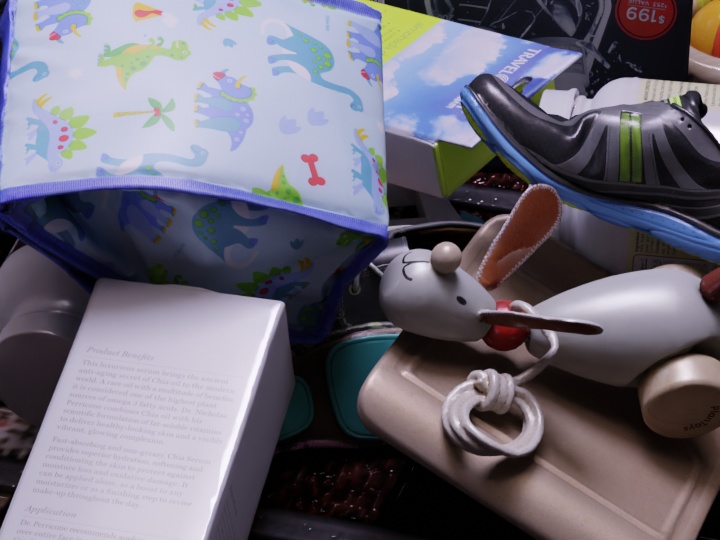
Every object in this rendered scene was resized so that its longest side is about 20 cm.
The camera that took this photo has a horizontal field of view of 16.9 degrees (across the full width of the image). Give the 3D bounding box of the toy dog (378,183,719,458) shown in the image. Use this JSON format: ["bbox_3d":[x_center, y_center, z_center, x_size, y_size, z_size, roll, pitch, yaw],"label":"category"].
[{"bbox_3d":[0.121,0.016,1.252,0.200,0.096,0.132,-3,48,-33],"label":"toy dog"}]

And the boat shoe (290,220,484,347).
[{"bbox_3d":[0.000,0.000,1.367,0.200,0.068,0.072,1,59,-32],"label":"boat shoe"}]

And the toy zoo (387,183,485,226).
[{"bbox_3d":[-0.016,-0.017,1.498,0.200,0.020,0.131,-4,31,-6],"label":"toy zoo"}]

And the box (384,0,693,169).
[{"bbox_3d":[0.118,-0.167,1.594,0.200,0.182,0.104,3,31,6],"label":"box"}]

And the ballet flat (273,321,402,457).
[{"bbox_3d":[-0.029,0.068,1.323,0.200,0.069,0.071,-13,8,-20],"label":"ballet flat"}]

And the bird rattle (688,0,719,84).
[{"bbox_3d":[0.280,-0.166,1.715,0.200,0.113,0.163,30,52,20],"label":"bird rattle"}]

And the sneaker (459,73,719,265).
[{"bbox_3d":[0.148,-0.065,1.312,0.200,0.083,0.071,21,5,0],"label":"sneaker"}]

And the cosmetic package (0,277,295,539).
[{"bbox_3d":[-0.105,0.105,1.186,0.101,0.071,0.200,8,51,12],"label":"cosmetic package"}]

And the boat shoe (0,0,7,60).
[{"bbox_3d":[-0.254,-0.110,1.420,0.076,0.200,0.060,-7,50,-52],"label":"boat shoe"}]

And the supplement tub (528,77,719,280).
[{"bbox_3d":[0.201,-0.037,1.411,0.200,0.145,0.145,5,31,9],"label":"supplement tub"}]

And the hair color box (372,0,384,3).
[{"bbox_3d":[-0.048,-0.223,1.805,0.111,0.064,0.200,-18,34,-26],"label":"hair color box"}]

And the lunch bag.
[{"bbox_3d":[-0.095,-0.070,1.277,0.200,0.127,0.170,15,47,-20],"label":"lunch bag"}]

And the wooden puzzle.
[{"bbox_3d":[0.109,0.071,1.291,0.185,0.037,0.200,32,39,5],"label":"wooden puzzle"}]

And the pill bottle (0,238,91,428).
[{"bbox_3d":[-0.137,-0.003,1.368,0.112,0.112,0.200,8,42,13],"label":"pill bottle"}]

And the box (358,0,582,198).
[{"bbox_3d":[0.023,-0.108,1.482,0.200,0.048,0.122,18,44,35],"label":"box"}]
